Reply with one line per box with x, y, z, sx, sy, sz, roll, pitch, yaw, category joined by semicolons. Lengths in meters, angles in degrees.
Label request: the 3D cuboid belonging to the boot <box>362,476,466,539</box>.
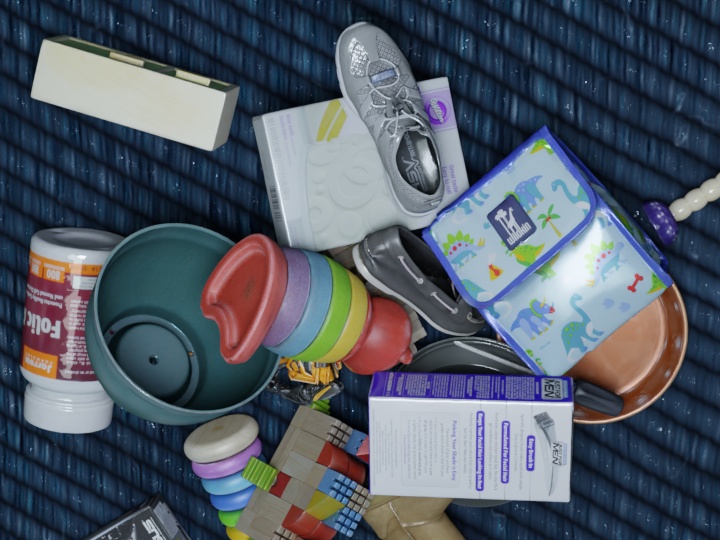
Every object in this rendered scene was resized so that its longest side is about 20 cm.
0.103;0.286;1.651;0.174;0.066;0.201;-24;108;31;boot

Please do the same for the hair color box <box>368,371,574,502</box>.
0.108;0.162;1.520;0.198;0.065;0.110;2;112;7;hair color box

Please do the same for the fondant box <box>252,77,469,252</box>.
0.003;-0.106;1.570;0.198;0.058;0.146;-13;95;-15;fondant box

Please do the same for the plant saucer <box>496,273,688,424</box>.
0.243;0.061;1.631;0.198;0.032;0.202;2;103;7;plant saucer

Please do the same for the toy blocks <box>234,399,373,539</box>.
-0.045;0.231;1.624;0.100;0.136;0.201;35;78;-34;toy blocks

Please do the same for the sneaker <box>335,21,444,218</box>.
0.041;-0.150;1.506;0.074;0.082;0.201;-26;97;-13;sneaker

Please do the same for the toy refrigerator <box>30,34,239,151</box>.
-0.232;-0.189;1.616;0.198;0.076;0.071;17;104;4;toy refrigerator

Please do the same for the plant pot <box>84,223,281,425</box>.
-0.194;0.072;1.566;0.200;0.200;0.134;43;142;-3;plant pot

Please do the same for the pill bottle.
-0.305;0.063;1.659;0.113;0.114;0.202;9;103;5;pill bottle

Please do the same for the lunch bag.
0.184;-0.018;1.539;0.170;0.127;0.200;-40;95;14;lunch bag

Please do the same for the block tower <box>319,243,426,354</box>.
0.000;0.000;1.629;0.054;0.058;0.201;-29;99;-13;block tower

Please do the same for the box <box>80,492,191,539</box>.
-0.241;0.376;1.752;0.158;0.048;0.201;-31;96;12;box

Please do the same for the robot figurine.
-0.100;0.068;1.644;0.198;0.058;0.146;10;104;23;robot figurine

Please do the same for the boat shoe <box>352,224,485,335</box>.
0.076;0.011;1.574;0.057;0.067;0.199;-34;138;28;boat shoe

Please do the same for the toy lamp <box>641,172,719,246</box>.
0.381;-0.100;1.566;0.199;0.058;0.058;-31;97;13;toy lamp

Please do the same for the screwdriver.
0.184;0.110;1.589;0.199;0.029;0.028;20;121;-20;screwdriver

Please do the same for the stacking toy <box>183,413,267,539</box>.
-0.124;0.263;1.705;0.085;0.085;0.201;-15;107;10;stacking toy

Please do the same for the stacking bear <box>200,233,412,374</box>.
-0.037;0.046;1.518;0.199;0.122;0.114;21;112;-33;stacking bear

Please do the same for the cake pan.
0.119;0.168;1.645;0.198;0.037;0.202;5;115;11;cake pan
